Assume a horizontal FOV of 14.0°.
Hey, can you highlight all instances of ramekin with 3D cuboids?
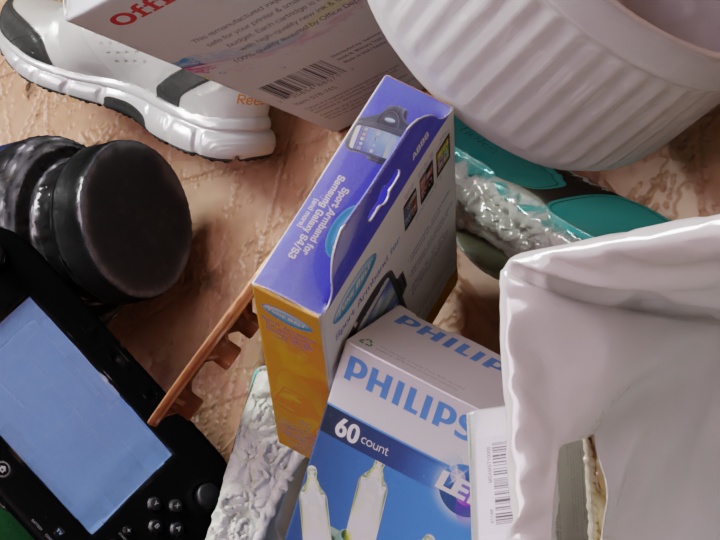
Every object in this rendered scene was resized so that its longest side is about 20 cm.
[{"bbox_3d":[0.092,-0.138,1.323,0.105,0.200,0.201,-46,51,35],"label":"ramekin"}]

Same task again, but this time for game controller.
[{"bbox_3d":[-0.155,0.075,1.481,0.200,0.104,0.042,48,144,-4],"label":"game controller"}]

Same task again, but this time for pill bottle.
[{"bbox_3d":[-0.192,-0.011,1.586,0.200,0.112,0.112,-12,70,38],"label":"pill bottle"}]

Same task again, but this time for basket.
[{"bbox_3d":[0.175,0.083,1.100,0.200,0.161,0.199,-8,81,39],"label":"basket"}]

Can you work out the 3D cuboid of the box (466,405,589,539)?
[{"bbox_3d":[0.093,0.149,1.227,0.036,0.200,0.145,-9,70,20],"label":"box"}]

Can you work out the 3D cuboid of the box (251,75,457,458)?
[{"bbox_3d":[0.000,0.000,1.327,0.041,0.200,0.119,25,67,16],"label":"box"}]

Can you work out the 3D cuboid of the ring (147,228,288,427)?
[{"bbox_3d":[-0.038,-0.001,1.424,0.019,0.200,0.201,36,106,-2],"label":"ring"}]

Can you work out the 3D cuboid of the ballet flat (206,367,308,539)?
[{"bbox_3d":[-0.046,0.141,1.431,0.072,0.072,0.201,12,84,43],"label":"ballet flat"}]

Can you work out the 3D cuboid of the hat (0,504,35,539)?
[{"bbox_3d":[-0.138,0.154,1.505,0.176,0.166,0.200,12,126,22],"label":"hat"}]

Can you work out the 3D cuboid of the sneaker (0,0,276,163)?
[{"bbox_3d":[-0.116,-0.123,1.573,0.200,0.074,0.080,23,112,35],"label":"sneaker"}]

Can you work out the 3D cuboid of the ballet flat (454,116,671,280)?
[{"bbox_3d":[0.092,-0.014,1.378,0.200,0.072,0.072,36,101,45],"label":"ballet flat"}]

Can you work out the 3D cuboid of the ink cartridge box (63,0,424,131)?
[{"bbox_3d":[-0.033,-0.181,1.437,0.145,0.200,0.145,-23,63,34],"label":"ink cartridge box"}]

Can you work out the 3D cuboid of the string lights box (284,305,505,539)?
[{"bbox_3d":[0.021,0.129,1.327,0.103,0.059,0.200,26,117,19],"label":"string lights box"}]
